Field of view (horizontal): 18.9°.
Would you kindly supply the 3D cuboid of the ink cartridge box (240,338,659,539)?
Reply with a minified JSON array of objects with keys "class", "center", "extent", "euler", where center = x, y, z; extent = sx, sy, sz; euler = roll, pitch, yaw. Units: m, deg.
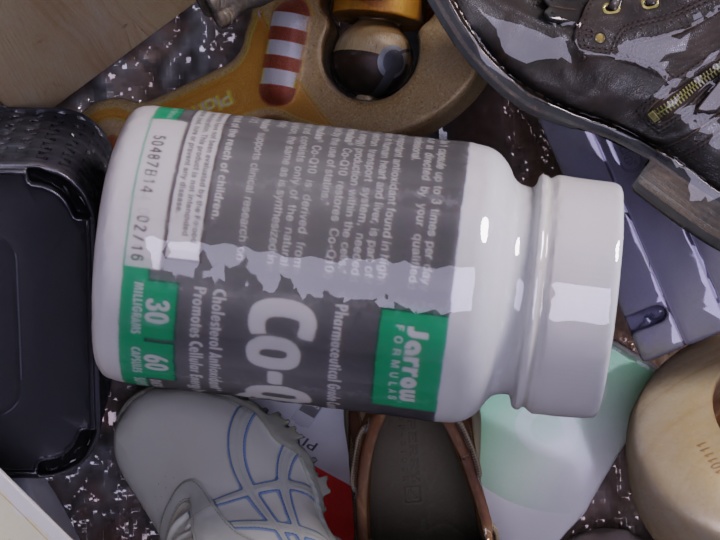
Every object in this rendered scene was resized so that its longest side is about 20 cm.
[{"class":"ink cartridge box","center":[0.018,0.090,0.988],"extent":[0.161,0.050,0.200],"euler":[29,91,-8]}]

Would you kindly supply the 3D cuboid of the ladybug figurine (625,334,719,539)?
[{"class":"ladybug figurine","center":[0.202,0.085,0.969],"extent":[0.200,0.136,0.072],"euler":[-12,140,-27]}]

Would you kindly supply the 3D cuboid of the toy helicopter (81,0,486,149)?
[{"class":"toy helicopter","center":[-0.034,-0.072,0.947],"extent":[0.200,0.079,0.132],"euler":[-22,80,13]}]

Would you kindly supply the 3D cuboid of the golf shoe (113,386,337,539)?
[{"class":"golf shoe","center":[-0.054,0.116,0.903],"extent":[0.097,0.200,0.078],"euler":[-9,129,-46]}]

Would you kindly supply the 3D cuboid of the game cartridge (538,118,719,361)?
[{"class":"game cartridge","center":[0.141,-0.076,0.919],"extent":[0.129,0.038,0.200],"euler":[-22,93,11]}]

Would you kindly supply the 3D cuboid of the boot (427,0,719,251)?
[{"class":"boot","center":[0.140,-0.121,0.860],"extent":[0.200,0.069,0.174],"euler":[36,108,-6]}]

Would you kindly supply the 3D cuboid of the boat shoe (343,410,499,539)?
[{"class":"boat shoe","center":[0.028,0.132,0.941],"extent":[0.076,0.072,0.200],"euler":[-12,101,4]}]

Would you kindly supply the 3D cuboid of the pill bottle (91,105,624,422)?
[{"class":"pill bottle","center":[0.000,0.000,0.865],"extent":[0.200,0.113,0.113],"euler":[6,96,3]}]

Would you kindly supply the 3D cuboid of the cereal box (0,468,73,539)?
[{"class":"cereal box","center":[-0.193,0.131,0.857],"extent":[0.144,0.040,0.200],"euler":[-46,104,-15]}]

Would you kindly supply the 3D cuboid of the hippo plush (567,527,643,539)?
[{"class":"hippo plush","center":[0.143,0.200,0.955],"extent":[0.200,0.161,0.160],"euler":[-22,99,-3]}]

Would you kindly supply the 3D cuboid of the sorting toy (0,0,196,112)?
[{"class":"sorting toy","center":[-0.111,-0.179,0.878],"extent":[0.199,0.200,0.070],"euler":[-36,66,1]}]

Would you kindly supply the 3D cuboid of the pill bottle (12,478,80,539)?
[{"class":"pill bottle","center":[-0.216,0.162,0.939],"extent":[0.200,0.112,0.112],"euler":[-27,99,-3]}]

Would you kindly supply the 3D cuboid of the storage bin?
[{"class":"storage bin","center":[-0.206,0.008,0.912],"extent":[0.200,0.094,0.135],"euler":[1,109,0]}]

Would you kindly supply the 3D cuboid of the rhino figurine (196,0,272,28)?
[{"class":"rhino figurine","center":[-0.042,-0.171,0.823],"extent":[0.087,0.200,0.060],"euler":[-27,57,-6]}]
